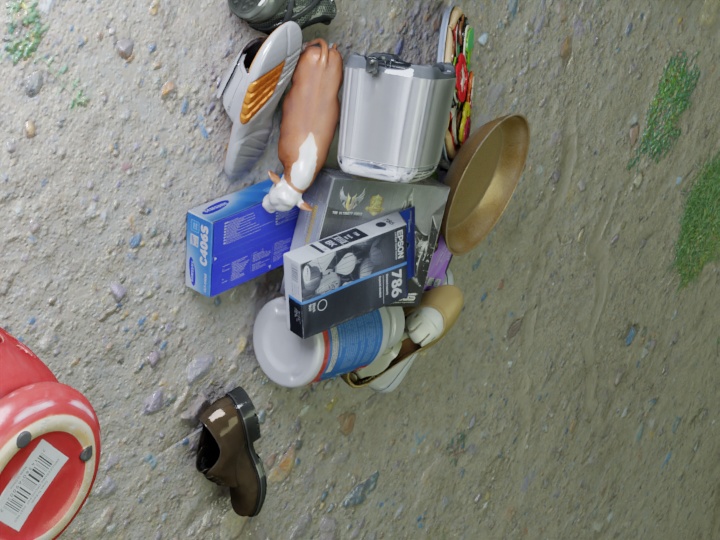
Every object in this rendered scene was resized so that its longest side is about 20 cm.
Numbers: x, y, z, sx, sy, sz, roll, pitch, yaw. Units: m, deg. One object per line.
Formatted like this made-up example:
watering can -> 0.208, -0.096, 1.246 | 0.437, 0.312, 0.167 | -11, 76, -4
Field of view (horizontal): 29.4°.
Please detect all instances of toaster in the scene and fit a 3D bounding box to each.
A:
toaster -> 0.038, -0.172, 1.527 | 0.200, 0.112, 0.131 | -34, 133, -73

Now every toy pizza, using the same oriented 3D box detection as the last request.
toy pizza -> 0.125, -0.235, 1.740 | 0.200, 0.031, 0.203 | 2, 90, -78

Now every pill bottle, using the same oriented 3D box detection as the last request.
pill bottle -> -0.033, 0.076, 1.723 | 0.199, 0.111, 0.114 | -11, 120, -51

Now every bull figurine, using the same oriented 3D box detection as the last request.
bull figurine -> -0.062, -0.162, 1.523 | 0.064, 0.122, 0.202 | 14, 110, -12

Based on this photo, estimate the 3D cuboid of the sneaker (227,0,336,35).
sneaker -> -0.055, -0.337, 1.462 | 0.201, 0.076, 0.114 | -62, 149, 0

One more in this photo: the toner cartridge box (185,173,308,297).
toner cartridge box -> -0.117, -0.048, 1.585 | 0.199, 0.043, 0.096 | -26, 129, -46

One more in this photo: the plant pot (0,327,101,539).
plant pot -> -0.350, 0.161, 1.263 | 0.200, 0.181, 0.202 | -36, 140, -38

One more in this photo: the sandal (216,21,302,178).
sandal -> -0.125, -0.188, 1.477 | 0.079, 0.059, 0.208 | -36, 159, -45

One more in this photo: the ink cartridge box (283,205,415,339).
ink cartridge box -> 0.000, 0.000, 1.602 | 0.198, 0.039, 0.101 | -23, 124, -33

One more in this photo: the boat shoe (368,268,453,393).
boat shoe -> 0.064, 0.077, 1.897 | 0.067, 0.073, 0.202 | 27, 89, -60

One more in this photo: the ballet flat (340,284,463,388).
ballet flat -> 0.058, 0.095, 1.834 | 0.199, 0.063, 0.069 | -37, 104, 9

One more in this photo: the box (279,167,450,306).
box -> 0.008, -0.037, 1.653 | 0.198, 0.048, 0.160 | 2, 109, -43

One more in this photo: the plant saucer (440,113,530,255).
plant saucer -> 0.154, -0.117, 1.784 | 0.200, 0.035, 0.202 | -46, 152, -33

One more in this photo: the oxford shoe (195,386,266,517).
oxford shoe -> -0.166, 0.235, 1.690 | 0.084, 0.073, 0.202 | -26, 131, -23

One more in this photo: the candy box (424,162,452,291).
candy box -> 0.057, -0.066, 1.796 | 0.199, 0.071, 0.170 | 8, 105, -57
